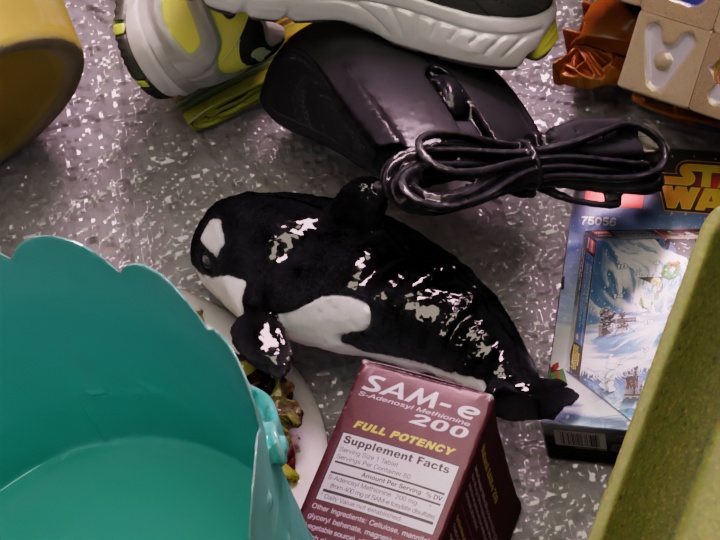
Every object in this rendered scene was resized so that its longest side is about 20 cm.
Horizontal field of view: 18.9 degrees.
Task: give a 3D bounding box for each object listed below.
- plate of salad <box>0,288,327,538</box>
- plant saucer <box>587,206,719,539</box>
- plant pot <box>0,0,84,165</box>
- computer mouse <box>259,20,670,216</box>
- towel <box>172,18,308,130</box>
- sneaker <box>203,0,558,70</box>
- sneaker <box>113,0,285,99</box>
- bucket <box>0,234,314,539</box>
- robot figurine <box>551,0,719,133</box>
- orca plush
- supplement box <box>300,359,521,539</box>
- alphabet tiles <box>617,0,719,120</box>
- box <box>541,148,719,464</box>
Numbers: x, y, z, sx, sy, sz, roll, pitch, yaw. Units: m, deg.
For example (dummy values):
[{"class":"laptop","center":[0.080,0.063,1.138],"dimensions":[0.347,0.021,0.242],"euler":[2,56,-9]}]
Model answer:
[{"class":"plate of salad","center":[-0.110,0.061,0.899],"dimensions":[0.198,0.048,0.201],"euler":[7,40,-6]},{"class":"plant saucer","center":[0.195,0.102,0.824],"dimensions":[0.199,0.048,0.201],"euler":[21,93,20]},{"class":"plant pot","center":[-0.228,-0.139,0.994],"dimensions":[0.200,0.201,0.189],"euler":[-33,77,-10]},{"class":"computer mouse","center":[0.029,-0.076,0.932],"dimensions":[0.138,0.053,0.200],"euler":[-7,21,-32]},{"class":"towel","center":[-0.086,-0.160,1.070],"dimensions":[0.086,0.018,0.201],"euler":[-27,60,-7]},{"class":"sneaker","center":[-0.006,-0.150,0.918],"dimensions":[0.198,0.085,0.075],"euler":[12,27,-2]},{"class":"sneaker","center":[-0.060,-0.176,1.019],"dimensions":[0.076,0.075,0.202],"euler":[-4,71,25]},{"class":"bucket","center":[-0.111,0.103,0.743],"dimensions":[0.205,0.135,0.209],"euler":[-8,57,12]},{"class":"robot figurine","center":[0.174,-0.104,0.927],"dimensions":[0.199,0.146,0.058],"euler":[17,56,30]},{"class":"orca plush","center":[0.000,0.000,0.903],"dimensions":[0.105,0.072,0.200],"euler":[-21,36,-25]},{"class":"supplement box","center":[-0.001,0.150,0.829],"dimensions":[0.060,0.109,0.201],"euler":[15,64,19]},{"class":"alphabet tiles","center":[0.177,-0.155,0.862],"dimensions":[0.165,0.006,0.202],"euler":[21,99,24]},{"class":"box","center":[0.183,0.019,0.910],"dimensions":[0.198,0.040,0.138],"euler":[5,63,13]}]
